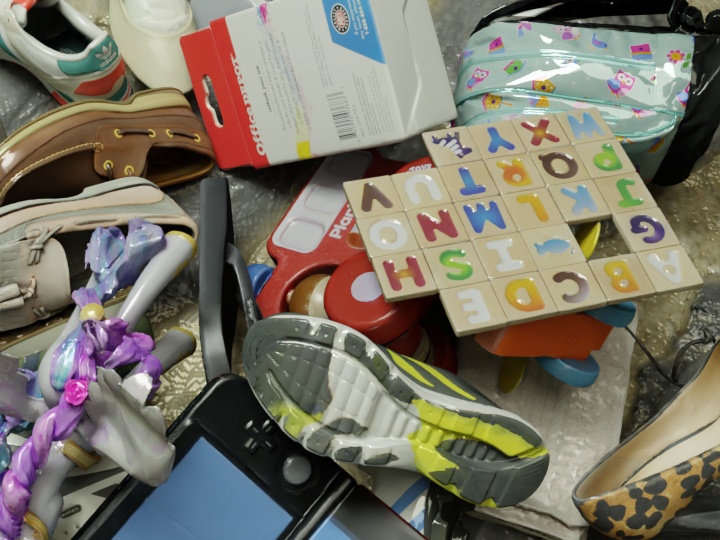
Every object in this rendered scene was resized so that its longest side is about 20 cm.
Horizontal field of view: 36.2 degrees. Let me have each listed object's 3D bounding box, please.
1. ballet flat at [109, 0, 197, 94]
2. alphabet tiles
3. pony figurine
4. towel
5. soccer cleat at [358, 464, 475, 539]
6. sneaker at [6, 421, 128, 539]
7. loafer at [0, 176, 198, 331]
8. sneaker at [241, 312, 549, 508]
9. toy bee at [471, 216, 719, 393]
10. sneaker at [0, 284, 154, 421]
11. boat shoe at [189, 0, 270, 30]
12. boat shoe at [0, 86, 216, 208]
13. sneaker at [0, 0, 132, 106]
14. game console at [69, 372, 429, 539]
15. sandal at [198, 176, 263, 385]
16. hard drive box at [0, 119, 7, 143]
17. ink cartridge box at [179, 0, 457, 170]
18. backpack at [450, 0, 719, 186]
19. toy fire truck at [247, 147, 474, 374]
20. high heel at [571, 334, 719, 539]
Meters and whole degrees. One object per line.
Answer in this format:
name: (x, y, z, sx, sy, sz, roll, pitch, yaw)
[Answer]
ballet flat: (-0.175, -0.231, 0.898, 0.069, 0.070, 0.201, -15, 59, -15)
alphabet tiles: (0.096, -0.036, 0.712, 0.199, 0.008, 0.168, -10, 52, -14)
pony figurine: (-0.159, 0.066, 0.618, 0.166, 0.194, 0.201, 20, 51, 7)
towel: (0.123, 0.090, 0.797, 0.132, 0.035, 0.201, 17, 61, 1)
soccer cleat: (0.015, 0.215, 0.707, 0.086, 0.070, 0.201, 3, 67, 31)
sneaker: (-0.206, 0.148, 0.700, 0.199, 0.074, 0.089, 1, 60, -7)
loafer: (-0.192, -0.008, 0.714, 0.063, 0.072, 0.200, 26, 38, 31)
sneaker: (0.017, 0.086, 0.682, 0.199, 0.085, 0.075, 28, 93, -7)
toy bee: (0.139, 0.033, 0.766, 0.131, 0.200, 0.109, -47, 41, 7)
sneaker: (-0.226, 0.080, 0.726, 0.199, 0.090, 0.067, -22, 24, -24)
boat shoe: (-0.050, -0.177, 0.905, 0.199, 0.074, 0.065, 32, 33, 15)
boat shoe: (-0.182, -0.079, 0.795, 0.068, 0.072, 0.200, 48, 39, 13)
sneaker: (-0.266, -0.201, 0.866, 0.199, 0.094, 0.070, 33, 63, 10)
game console: (-0.070, 0.192, 0.640, 0.200, 0.119, 0.172, -49, 113, -12)
sandal: (-0.086, 0.017, 0.749, 0.043, 0.076, 0.201, -4, 57, -3)
hard drive box: (-0.297, -0.059, 0.726, 0.076, 0.200, 0.157, 7, 62, -1)
ink cartridge box: (-0.037, -0.145, 0.817, 0.067, 0.199, 0.117, -28, 108, -44)
backpack: (0.170, -0.130, 0.856, 0.199, 0.167, 0.127, 7, 66, 3)
toy fire truck: (0.000, 0.000, 0.795, 0.167, 0.112, 0.201, 16, 63, 34)
high heel: (0.218, 0.086, 0.725, 0.142, 0.071, 0.201, 7, 102, -26)
